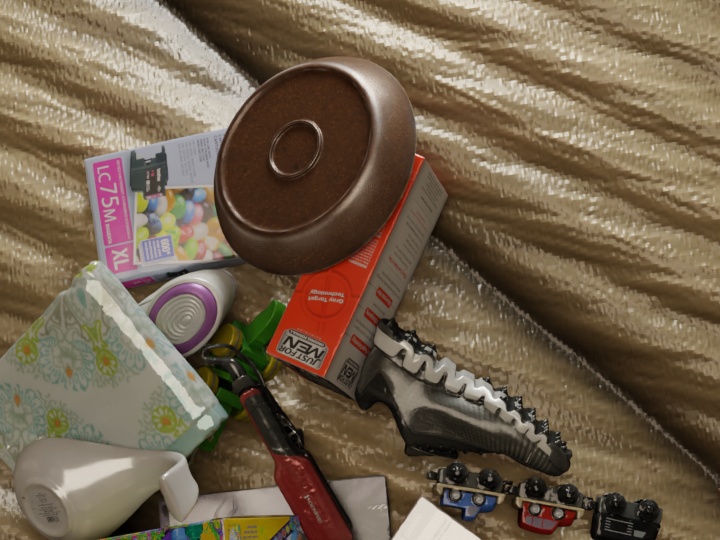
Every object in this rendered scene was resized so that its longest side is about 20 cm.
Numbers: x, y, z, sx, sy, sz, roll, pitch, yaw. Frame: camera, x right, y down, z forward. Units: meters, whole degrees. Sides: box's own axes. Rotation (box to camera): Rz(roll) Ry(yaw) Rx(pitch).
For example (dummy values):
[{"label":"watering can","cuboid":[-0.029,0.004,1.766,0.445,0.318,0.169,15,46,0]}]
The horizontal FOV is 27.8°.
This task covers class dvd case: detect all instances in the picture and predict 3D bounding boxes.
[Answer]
[{"label":"dvd case","cuboid":[-0.069,0.259,1.234,0.198,0.016,0.150,-7,78,5]}]

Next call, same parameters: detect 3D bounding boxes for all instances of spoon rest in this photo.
[{"label":"spoon rest","cuboid":[-0.205,0.177,1.175,0.199,0.061,0.100,-9,108,37]}]

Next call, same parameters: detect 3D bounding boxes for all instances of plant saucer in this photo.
[{"label":"plant saucer","cuboid":[-0.047,-0.095,1.215,0.199,0.034,0.202,-12,64,26]}]

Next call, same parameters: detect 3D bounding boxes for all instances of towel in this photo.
[{"label":"towel","cuboid":[-0.225,0.116,1.211,0.171,0.048,0.200,48,116,1]}]

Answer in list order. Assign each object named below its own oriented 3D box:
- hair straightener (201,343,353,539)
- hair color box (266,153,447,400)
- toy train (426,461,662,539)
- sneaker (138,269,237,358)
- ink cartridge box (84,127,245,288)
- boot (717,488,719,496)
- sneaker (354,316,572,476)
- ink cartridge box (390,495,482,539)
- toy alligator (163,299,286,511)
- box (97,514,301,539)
[{"label":"hair straightener","cuboid":[-0.071,0.145,1.213,0.041,0.077,0.201,-35,95,2]},{"label":"hair color box","cuboid":[0.000,0.000,1.233,0.061,0.102,0.201,21,80,20]},{"label":"toy train","cuboid":[0.150,0.196,1.199,0.198,0.034,0.046,11,79,-1]},{"label":"sneaker","cuboid":[-0.182,0.067,1.263,0.199,0.100,0.075,-34,95,20]},{"label":"ink cartridge box","cuboid":[-0.141,-0.061,1.298,0.198,0.042,0.120,-11,78,2]},{"label":"boot","cuboid":[0.333,0.240,1.160,0.199,0.077,0.156,-34,78,-4]},{"label":"sneaker","cuboid":[0.080,0.128,1.222,0.199,0.066,0.091,32,99,4]},{"label":"ink cartridge box","cuboid":[0.066,0.317,1.192,0.176,0.045,0.201,35,84,11]},{"label":"toy alligator","cuboid":[-0.127,0.111,1.256,0.054,0.059,0.201,25,86,55]},{"label":"box","cuboid":[-0.149,0.305,1.149,0.199,0.122,0.194,-13,76,24]}]
